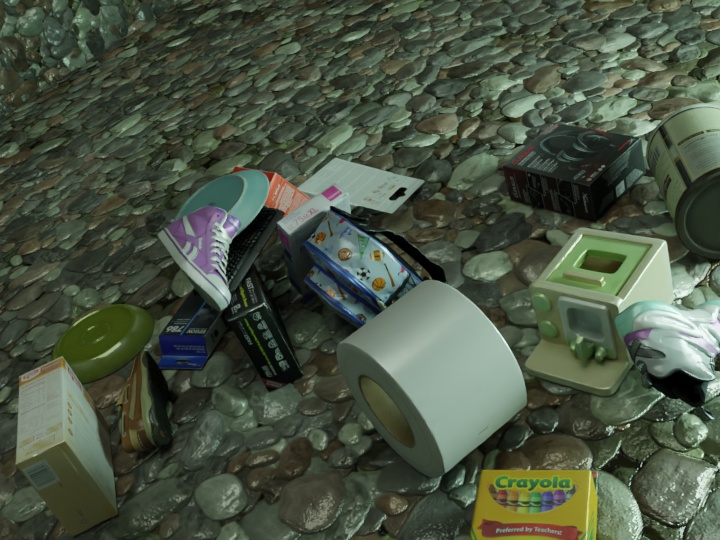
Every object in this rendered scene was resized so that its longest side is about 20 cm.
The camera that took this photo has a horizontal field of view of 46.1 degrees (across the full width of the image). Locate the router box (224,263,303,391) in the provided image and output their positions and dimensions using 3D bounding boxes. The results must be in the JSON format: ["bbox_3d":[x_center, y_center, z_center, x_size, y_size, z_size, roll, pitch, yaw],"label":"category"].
[{"bbox_3d":[-0.163,0.069,1.309,0.062,0.150,0.200,-26,33,-4],"label":"router box"}]

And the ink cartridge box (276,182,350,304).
[{"bbox_3d":[-0.066,-0.038,1.366,0.119,0.200,0.042,-36,58,-19],"label":"ink cartridge box"}]

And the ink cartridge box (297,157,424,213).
[{"bbox_3d":[-0.001,-0.145,1.605,0.199,0.057,0.163,20,36,19],"label":"ink cartridge box"}]

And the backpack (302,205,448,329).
[{"bbox_3d":[0.000,0.000,1.281,0.154,0.191,0.200,-49,40,-11],"label":"backpack"}]

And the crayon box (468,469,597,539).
[{"bbox_3d":[0.185,0.282,0.908,0.126,0.051,0.200,-6,36,22],"label":"crayon box"}]

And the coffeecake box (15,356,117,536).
[{"bbox_3d":[-0.416,0.245,1.200,0.073,0.154,0.200,-25,33,-6],"label":"coffeecake box"}]

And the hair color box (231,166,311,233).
[{"bbox_3d":[-0.133,-0.107,1.492,0.111,0.200,0.064,14,75,41],"label":"hair color box"}]

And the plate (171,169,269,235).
[{"bbox_3d":[-0.238,-0.102,1.375,0.199,0.026,0.201,-21,38,17],"label":"plate"}]

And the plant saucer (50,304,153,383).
[{"bbox_3d":[-0.469,0.122,1.514,0.199,0.031,0.200,-15,34,11],"label":"plant saucer"}]

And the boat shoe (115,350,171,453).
[{"bbox_3d":[-0.340,0.200,1.295,0.074,0.076,0.200,-25,33,0],"label":"boat shoe"}]

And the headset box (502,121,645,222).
[{"bbox_3d":[0.351,-0.172,1.428,0.149,0.077,0.200,-39,39,-24],"label":"headset box"}]

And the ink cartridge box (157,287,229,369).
[{"bbox_3d":[-0.272,0.086,1.448,0.099,0.039,0.200,-3,39,25],"label":"ink cartridge box"}]

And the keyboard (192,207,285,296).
[{"bbox_3d":[-0.207,-0.033,1.321,0.127,0.021,0.200,-3,39,29],"label":"keyboard"}]

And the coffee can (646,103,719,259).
[{"bbox_3d":[0.508,-0.133,1.222,0.146,0.147,0.200,-12,35,13],"label":"coffee can"}]

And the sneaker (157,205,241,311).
[{"bbox_3d":[-0.215,-0.031,1.237,0.114,0.073,0.201,-35,49,-9],"label":"sneaker"}]

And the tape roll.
[{"bbox_3d":[0.083,0.132,1.038,0.139,0.203,0.202,-34,36,-19],"label":"tape roll"}]

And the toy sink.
[{"bbox_3d":[0.307,0.046,1.115,0.130,0.112,0.200,13,47,41],"label":"toy sink"}]

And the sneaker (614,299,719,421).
[{"bbox_3d":[0.406,0.111,1.009,0.199,0.078,0.140,-1,61,-17],"label":"sneaker"}]
